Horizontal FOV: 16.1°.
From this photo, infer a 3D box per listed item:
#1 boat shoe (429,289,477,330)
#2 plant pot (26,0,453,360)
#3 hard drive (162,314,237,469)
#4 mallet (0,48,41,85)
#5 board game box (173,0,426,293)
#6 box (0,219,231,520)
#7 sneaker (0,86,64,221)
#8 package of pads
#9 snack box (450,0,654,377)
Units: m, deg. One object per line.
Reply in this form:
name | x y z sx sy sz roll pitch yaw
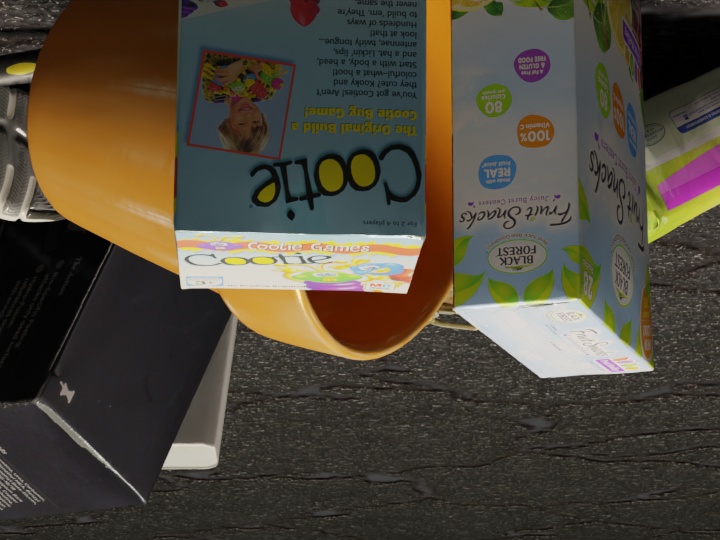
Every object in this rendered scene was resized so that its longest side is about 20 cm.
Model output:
boat shoe | 0.000 0.000 1.414 0.198 0.063 0.073 16 158 -11
plant pot | -0.058 -0.070 1.268 0.182 0.202 0.200 10 173 30
hard drive | -0.155 0.058 1.792 0.131 0.201 0.026 -1 133 6
mallet | -0.212 -0.116 1.383 0.198 0.066 0.041 -15 -172 0
board game box | -0.025 -0.100 1.073 0.104 0.202 0.103 2 167 -3
box | -0.206 0.052 1.669 0.199 0.198 0.118 -11 134 40
sneaker | -0.263 -0.076 1.491 0.199 0.076 0.115 21 163 -30
package of pads | 0.163 -0.054 1.423 0.154 0.069 0.200 -26 177 -24
snack box | 0.094 -0.062 1.230 0.067 0.202 0.169 -3 167 17
